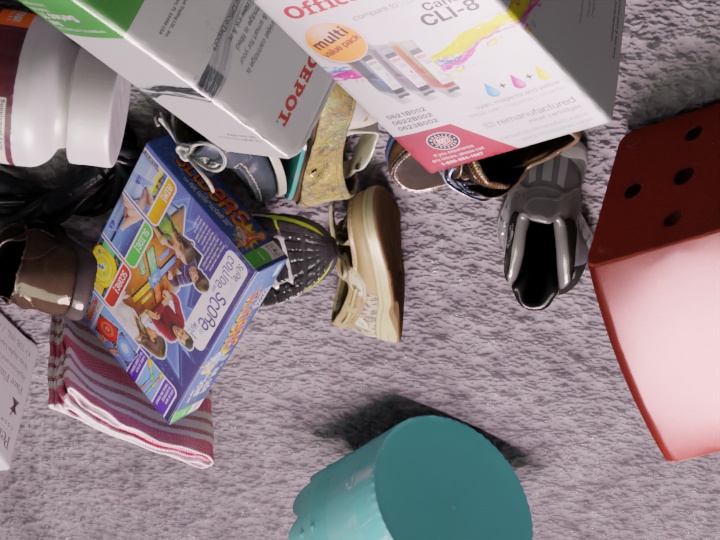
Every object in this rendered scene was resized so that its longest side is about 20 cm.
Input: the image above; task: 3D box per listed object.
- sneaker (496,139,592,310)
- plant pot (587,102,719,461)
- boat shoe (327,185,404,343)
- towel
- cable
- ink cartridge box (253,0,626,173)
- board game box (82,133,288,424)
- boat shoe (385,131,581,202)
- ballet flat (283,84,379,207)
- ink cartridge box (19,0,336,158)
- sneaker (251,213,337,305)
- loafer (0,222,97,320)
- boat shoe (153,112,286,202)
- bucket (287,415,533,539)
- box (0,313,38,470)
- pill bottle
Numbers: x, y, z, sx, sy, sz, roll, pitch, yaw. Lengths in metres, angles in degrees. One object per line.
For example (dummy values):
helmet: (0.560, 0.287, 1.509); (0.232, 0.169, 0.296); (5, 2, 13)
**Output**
sneaker: (0.132, -0.008, 1.704); (0.075, 0.116, 0.200); (4, 148, 10)
plant pot: (0.272, -0.011, 1.605); (0.199, 0.200, 0.176); (-16, 129, 36)
boat shoe: (0.000, 0.000, 1.796); (0.062, 0.074, 0.200); (3, 149, 6)
towel: (-0.182, 0.063, 1.843); (0.146, 0.200, 0.030); (25, 126, -25)
cable: (-0.252, -0.081, 1.756); (0.199, 0.051, 0.163); (5, 149, 7)
ink cartridge box: (0.054, -0.185, 1.410); (0.145, 0.145, 0.200); (-14, 141, 35)
board game box: (-0.143, 0.008, 1.736); (0.135, 0.034, 0.200); (49, 137, 15)
boat shoe: (0.085, -0.092, 1.622); (0.072, 0.073, 0.200); (28, 144, -28)
ballet flat: (-0.017, -0.109, 1.637); (0.070, 0.071, 0.200); (10, 151, -1)
ink cartridge box: (-0.100, -0.181, 1.444); (0.200, 0.147, 0.083); (37, 164, -36)
sneaker: (-0.089, -0.015, 1.773); (0.200, 0.081, 0.074); (-4, 107, 43)
loafer: (-0.269, -0.007, 1.806); (0.071, 0.073, 0.200); (12, 178, -25)
boat shoe: (-0.111, -0.110, 1.630); (0.075, 0.062, 0.200); (42, 168, 37)
bucket: (0.050, 0.239, 2.058); (0.207, 0.208, 0.135); (25, 140, -23)
box: (-0.424, 0.083, 1.995); (0.199, 0.131, 0.199); (-6, 146, 25)
pill bottle: (-0.268, -0.133, 1.618); (0.199, 0.110, 0.110); (9, 149, 1)
